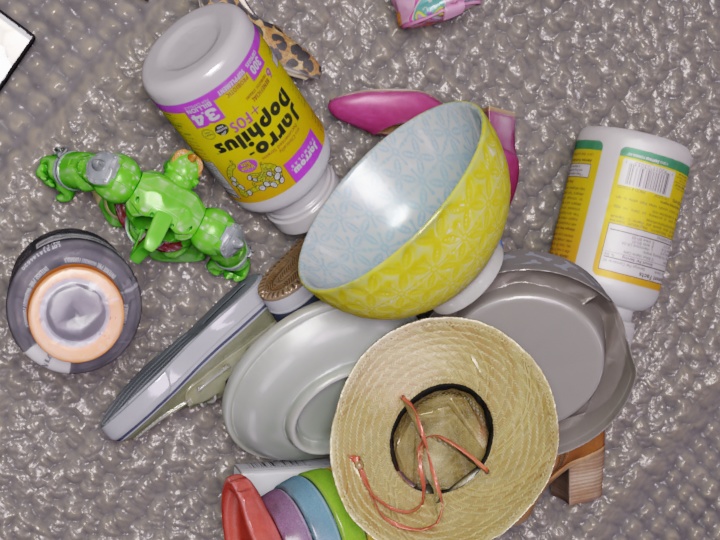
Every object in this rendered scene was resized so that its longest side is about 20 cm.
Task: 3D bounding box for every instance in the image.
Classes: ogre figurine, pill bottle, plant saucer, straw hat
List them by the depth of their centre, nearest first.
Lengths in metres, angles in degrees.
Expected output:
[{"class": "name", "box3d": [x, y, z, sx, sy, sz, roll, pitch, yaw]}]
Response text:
[{"class": "pill bottle", "box3d": [-0.234, 0.024, 0.957, 0.105, 0.200, 0.108, -1, 96, -15]}, {"class": "ogre figurine", "box3d": [-0.172, -0.049, 1.006, 0.098, 0.120, 0.200, -46, 104, -19]}, {"class": "pill bottle", "box3d": [-0.092, -0.121, 1.007, 0.104, 0.104, 0.200, -44, 132, -8]}, {"class": "straw hat", "box3d": [0.069, 0.146, 1.010, 0.198, 0.085, 0.204, -1, 74, 5]}, {"class": "plant saucer", "box3d": [-0.024, 0.110, 1.046, 0.198, 0.050, 0.202, -18, 138, -17]}, {"class": "pill bottle", "box3d": [0.241, -0.028, 1.132, 0.111, 0.113, 0.203, 13, 91, -16]}]

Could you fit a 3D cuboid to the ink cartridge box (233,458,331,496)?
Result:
[{"class": "ink cartridge box", "box3d": [-0.024, 0.280, 1.122, 0.194, 0.043, 0.203, 0, 95, -17]}]

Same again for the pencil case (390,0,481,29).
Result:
[{"class": "pencil case", "box3d": [0.046, -0.324, 1.065, 0.086, 0.087, 0.203, -18, 101, -13]}]

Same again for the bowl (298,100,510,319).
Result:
[{"class": "bowl", "box3d": [0.055, -0.028, 0.964, 0.108, 0.200, 0.201, 43, 83, -23]}]

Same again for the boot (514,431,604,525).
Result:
[{"class": "boot", "box3d": [0.150, 0.157, 1.145, 0.198, 0.073, 0.157, -9, 97, -30]}]

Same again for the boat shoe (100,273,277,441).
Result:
[{"class": "boat shoe", "box3d": [-0.143, 0.089, 1.057, 0.200, 0.072, 0.062, -42, 105, -11]}]

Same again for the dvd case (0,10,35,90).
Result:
[{"class": "dvd case", "box3d": [-0.395, -0.198, 0.985, 0.199, 0.018, 0.143, 36, 86, -16]}]

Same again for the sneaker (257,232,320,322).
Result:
[{"class": "sneaker", "box3d": [0.000, 0.000, 1.092, 0.200, 0.070, 0.109, -43, 123, -24]}]

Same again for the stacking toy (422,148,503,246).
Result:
[{"class": "stacking toy", "box3d": [0.091, -0.040, 1.083, 0.084, 0.085, 0.202, -22, 113, -13]}]

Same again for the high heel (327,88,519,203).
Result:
[{"class": "high heel", "box3d": [0.060, -0.111, 1.098, 0.198, 0.067, 0.097, 6, 83, -29]}]

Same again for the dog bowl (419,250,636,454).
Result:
[{"class": "dog bowl", "box3d": [0.144, 0.072, 1.050, 0.197, 0.059, 0.202, 2, 121, 3]}]

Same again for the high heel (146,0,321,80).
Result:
[{"class": "high heel", "box3d": [-0.096, -0.266, 1.033, 0.198, 0.071, 0.144, 29, 93, -7]}]

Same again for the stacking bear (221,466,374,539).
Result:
[{"class": "stacking bear", "box3d": [-0.013, 0.220, 1.046, 0.198, 0.114, 0.122, -17, 61, -25]}]
